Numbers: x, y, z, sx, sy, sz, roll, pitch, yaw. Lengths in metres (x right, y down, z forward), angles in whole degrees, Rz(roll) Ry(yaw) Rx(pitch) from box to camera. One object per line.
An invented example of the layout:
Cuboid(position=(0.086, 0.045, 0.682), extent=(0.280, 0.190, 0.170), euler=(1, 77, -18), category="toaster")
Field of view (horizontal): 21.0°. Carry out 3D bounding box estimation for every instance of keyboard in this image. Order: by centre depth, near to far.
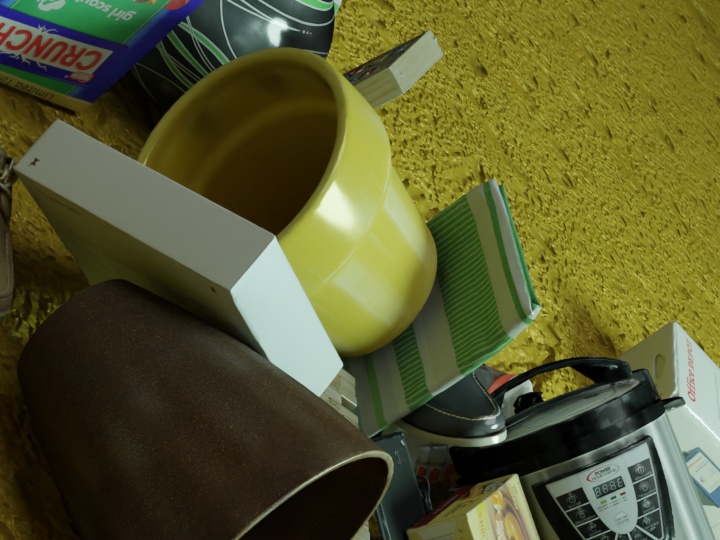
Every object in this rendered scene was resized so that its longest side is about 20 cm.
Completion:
Cuboid(position=(0.032, 0.219, 1.410), extent=(0.104, 0.039, 0.201), euler=(-2, 77, -66), category="keyboard")

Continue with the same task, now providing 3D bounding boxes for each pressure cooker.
Cuboid(position=(0.171, 0.172, 1.541), extent=(0.176, 0.178, 0.201), euler=(-18, 87, -57), category="pressure cooker")

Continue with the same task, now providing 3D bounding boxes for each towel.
Cuboid(position=(0.043, 0.034, 1.495), extent=(0.023, 0.200, 0.153), euler=(36, 29, -41), category="towel")

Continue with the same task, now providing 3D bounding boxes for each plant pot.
Cuboid(position=(-0.114, 0.106, 1.190), extent=(0.200, 0.187, 0.187), euler=(47, 22, 20), category="plant pot")
Cuboid(position=(-0.043, -0.032, 1.452), extent=(0.189, 0.200, 0.201), euler=(43, 25, -43), category="plant pot")

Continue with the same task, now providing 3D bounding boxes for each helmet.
Cuboid(position=(-0.116, -0.212, 1.562), extent=(0.200, 0.200, 0.191), euler=(42, 29, -22), category="helmet")

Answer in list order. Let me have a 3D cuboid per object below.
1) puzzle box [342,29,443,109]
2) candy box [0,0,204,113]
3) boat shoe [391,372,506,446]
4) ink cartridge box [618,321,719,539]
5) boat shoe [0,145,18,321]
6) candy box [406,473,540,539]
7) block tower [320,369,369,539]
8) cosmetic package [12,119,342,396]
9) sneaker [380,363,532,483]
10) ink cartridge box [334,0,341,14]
Cuboid(position=(-0.036, -0.128, 1.571), extent=(0.026, 0.199, 0.133), euler=(61, 23, -10), category="puzzle box")
Cuboid(position=(-0.205, -0.217, 1.393), extent=(0.169, 0.200, 0.077), euler=(17, 44, -50), category="candy box")
Cuboid(position=(0.047, 0.076, 1.510), extent=(0.072, 0.063, 0.200), euler=(-8, 24, -28), category="boat shoe")
Cuboid(position=(0.347, 0.171, 1.962), extent=(0.200, 0.087, 0.146), euler=(46, 25, -19), category="ink cartridge box")
Cuboid(position=(-0.259, -0.059, 1.254), extent=(0.071, 0.064, 0.201), euler=(17, 43, -52), category="boat shoe")
Cuboid(position=(0.107, 0.262, 1.425), extent=(0.115, 0.055, 0.201), euler=(-21, 93, -64), category="candy box")
Cuboid(position=(-0.033, 0.148, 1.391), extent=(0.058, 0.054, 0.200), euler=(37, 30, -30), category="block tower")
Cuboid(position=(-0.117, -0.002, 1.259), extent=(0.200, 0.052, 0.151), euler=(28, -19, 32), category="cosmetic package")
Cuboid(position=(0.062, 0.117, 1.605), extent=(0.082, 0.077, 0.200), euler=(30, 20, 28), category="sneaker")
Cuboid(position=(-0.114, -0.287, 1.777), extent=(0.200, 0.087, 0.145), euler=(44, 27, -14), category="ink cartridge box")
